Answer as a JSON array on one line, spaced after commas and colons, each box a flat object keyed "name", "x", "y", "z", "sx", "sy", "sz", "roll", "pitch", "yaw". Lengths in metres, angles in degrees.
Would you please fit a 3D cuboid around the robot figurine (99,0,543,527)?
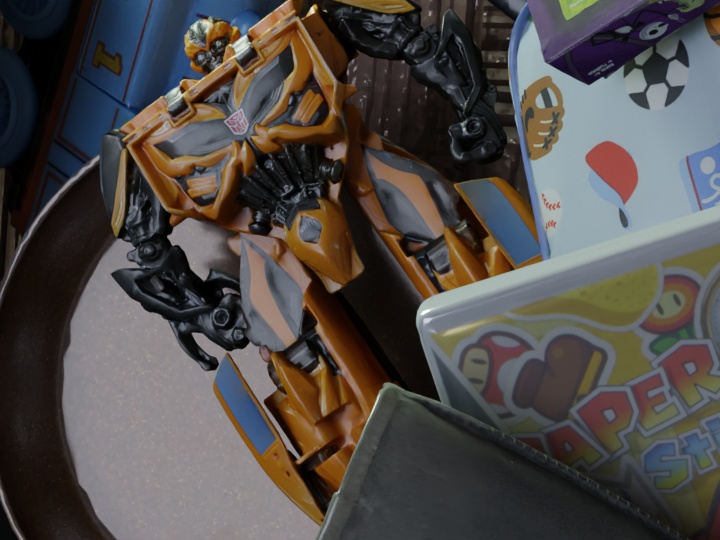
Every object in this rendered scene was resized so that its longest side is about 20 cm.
[{"name": "robot figurine", "x": 0.000, "y": 0.000, "z": 0.826, "sx": 0.145, "sy": 0.058, "sz": 0.201, "roll": -36, "pitch": 83, "yaw": 11}]

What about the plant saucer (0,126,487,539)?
[{"name": "plant saucer", "x": -0.033, "y": 0.043, "z": 0.884, "sx": 0.199, "sy": 0.034, "sz": 0.202, "roll": 1, "pitch": 92, "yaw": 16}]

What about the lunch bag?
[{"name": "lunch bag", "x": 0.132, "y": -0.019, "z": 0.750, "sx": 0.160, "sy": 0.075, "sz": 0.201, "roll": -29, "pitch": 68, "yaw": 36}]

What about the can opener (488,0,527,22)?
[{"name": "can opener", "x": 0.011, "y": -0.155, "z": 0.861, "sx": 0.200, "sy": 0.078, "sz": 0.064, "roll": 46, "pitch": 151, "yaw": 22}]

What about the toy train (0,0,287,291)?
[{"name": "toy train", "x": -0.078, "y": -0.094, "z": 0.943, "sx": 0.114, "sy": 0.086, "sz": 0.201, "roll": 33, "pitch": 114, "yaw": 34}]

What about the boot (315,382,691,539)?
[{"name": "boot", "x": 0.063, "y": 0.144, "z": 0.644, "sx": 0.073, "sy": 0.199, "sz": 0.183, "roll": -168, "pitch": 97, "yaw": -84}]

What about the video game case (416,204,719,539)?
[{"name": "video game case", "x": 0.136, "y": 0.065, "z": 0.667, "sx": 0.199, "sy": 0.023, "sz": 0.183, "roll": -18, "pitch": 100, "yaw": 9}]

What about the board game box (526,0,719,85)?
[{"name": "board game box", "x": 0.120, "y": -0.152, "z": 0.718, "sx": 0.199, "sy": 0.032, "sz": 0.121, "roll": -32, "pitch": 62, "yaw": 29}]

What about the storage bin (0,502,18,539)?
[{"name": "storage bin", "x": -0.166, "y": 0.105, "z": 0.985, "sx": 0.146, "sy": 0.134, "sz": 0.201, "roll": -50, "pitch": 58, "yaw": 30}]
